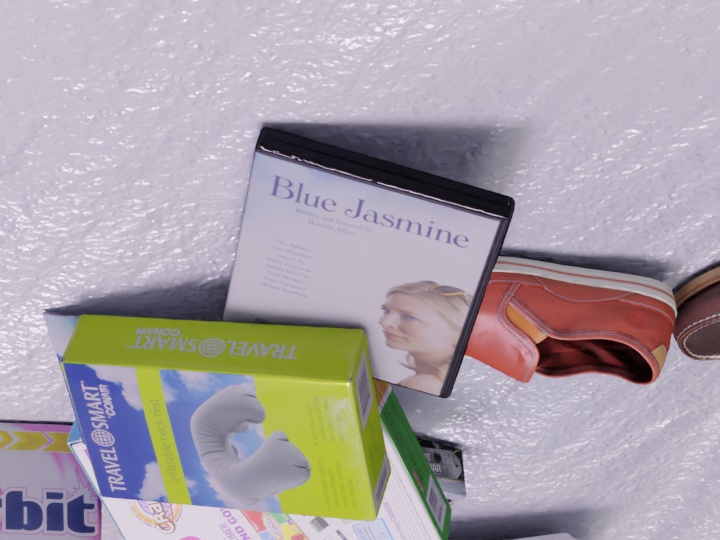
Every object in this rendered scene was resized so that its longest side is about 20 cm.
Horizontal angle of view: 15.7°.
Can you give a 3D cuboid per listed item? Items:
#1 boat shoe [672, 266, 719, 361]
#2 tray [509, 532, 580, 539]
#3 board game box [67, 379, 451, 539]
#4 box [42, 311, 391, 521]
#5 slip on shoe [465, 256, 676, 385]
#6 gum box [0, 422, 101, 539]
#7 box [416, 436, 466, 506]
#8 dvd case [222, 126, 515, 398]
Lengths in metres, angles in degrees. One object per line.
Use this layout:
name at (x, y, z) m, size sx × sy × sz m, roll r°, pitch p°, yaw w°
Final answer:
boat shoe at (0.275, 0.020, 1.544) m, size 0.200 × 0.070 × 0.070 m, roll -20°, pitch 148°, yaw 28°
tray at (0.069, 0.214, 1.879) m, size 0.200 × 0.022 × 0.107 m, roll -7°, pitch 166°, yaw -5°
board game box at (-0.063, 0.130, 1.650) m, size 0.200 × 0.040 × 0.153 m, roll -15°, pitch 121°, yaw 18°
box at (-0.089, 0.085, 1.548) m, size 0.200 × 0.048 × 0.122 m, roll 3°, pitch 133°, yaw 15°
slip on shoe at (0.090, 0.033, 1.542) m, size 0.200 × 0.061 × 0.074 m, roll 5°, pitch 152°, yaw -7°
gum box at (-0.258, 0.160, 1.663) m, size 0.200 × 0.114 × 0.066 m, roll 3°, pitch 150°, yaw -14°
box at (-0.044, 0.160, 1.774) m, size 0.137 × 0.040 × 0.200 m, roll 17°, pitch 144°, yaw -36°
dvd case at (0.000, 0.000, 1.466) m, size 0.142 × 0.018 × 0.200 m, roll 16°, pitch 147°, yaw 1°
